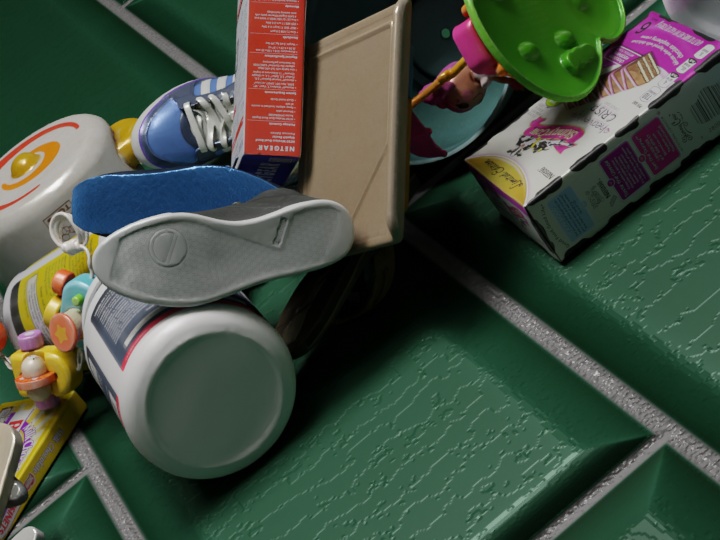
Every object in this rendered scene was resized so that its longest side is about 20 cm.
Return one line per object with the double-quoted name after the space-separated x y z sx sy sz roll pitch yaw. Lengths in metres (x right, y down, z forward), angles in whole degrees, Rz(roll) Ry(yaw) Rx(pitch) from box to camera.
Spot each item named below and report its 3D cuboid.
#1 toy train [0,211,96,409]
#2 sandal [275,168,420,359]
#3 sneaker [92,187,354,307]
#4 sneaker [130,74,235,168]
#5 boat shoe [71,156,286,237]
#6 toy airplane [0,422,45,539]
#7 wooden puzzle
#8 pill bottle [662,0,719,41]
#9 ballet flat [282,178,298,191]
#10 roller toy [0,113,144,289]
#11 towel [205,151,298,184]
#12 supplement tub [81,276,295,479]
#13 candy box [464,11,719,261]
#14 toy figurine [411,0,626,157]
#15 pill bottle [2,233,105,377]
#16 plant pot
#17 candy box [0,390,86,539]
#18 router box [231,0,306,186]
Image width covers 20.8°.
-0.291 0.044 1.694 0.199 0.151 0.056 -35 2 35 "toy train"
0.000 0.000 1.597 0.082 0.055 0.201 -27 23 51 "sandal"
-0.109 -0.018 1.509 0.198 0.071 0.099 -10 7 -11 "sneaker"
-0.112 -0.157 1.896 0.199 0.081 0.146 -22 8 -25 "sneaker"
-0.137 -0.057 1.611 0.198 0.085 0.069 11 3 16 "boat shoe"
-0.322 0.243 1.538 0.199 0.141 0.200 -29 64 -4 "toy airplane"
-0.002 -0.102 1.545 0.200 0.037 0.187 163 112 -65 "wooden puzzle"
0.322 -0.275 1.583 0.111 0.112 0.201 -11 37 41 "pill bottle"
-0.076 -0.031 1.743 0.199 0.072 0.072 -18 32 34 "ballet flat"
-0.298 -0.061 1.958 0.199 0.140 0.183 -14 35 36 "roller toy"
-0.102 -0.084 1.875 0.199 0.022 0.147 -10 30 40 "towel"
-0.142 0.067 1.565 0.140 0.141 0.200 -39 27 -4 "supplement tub"
0.193 -0.108 1.530 0.200 0.061 0.136 -39 25 -3 "candy box"
0.092 -0.167 1.577 0.184 0.151 0.199 -33 -5 41 "toy figurine"
-0.215 0.012 1.741 0.199 0.114 0.115 -30 26 35 "pill bottle"
0.060 -0.203 1.728 0.199 0.202 0.134 -23 3 26 "plant pot"
-0.323 0.189 1.717 0.102 0.026 0.201 -10 37 36 "candy box"
-0.080 -0.172 1.680 0.048 0.181 0.200 2 -5 -7 "router box"
